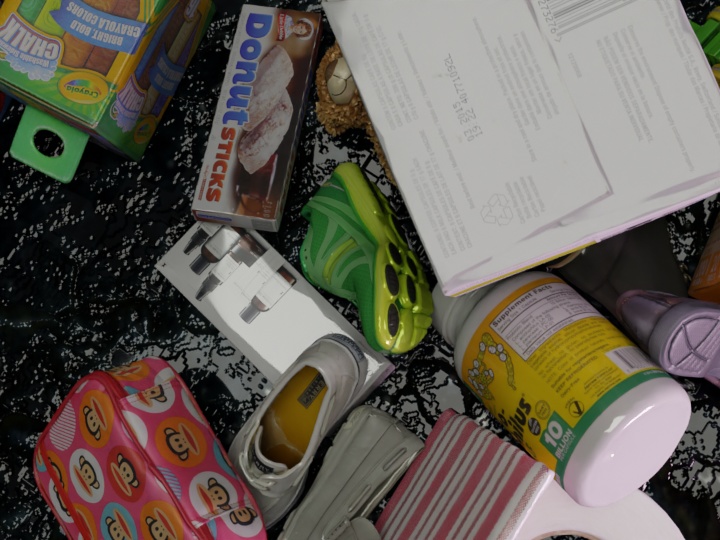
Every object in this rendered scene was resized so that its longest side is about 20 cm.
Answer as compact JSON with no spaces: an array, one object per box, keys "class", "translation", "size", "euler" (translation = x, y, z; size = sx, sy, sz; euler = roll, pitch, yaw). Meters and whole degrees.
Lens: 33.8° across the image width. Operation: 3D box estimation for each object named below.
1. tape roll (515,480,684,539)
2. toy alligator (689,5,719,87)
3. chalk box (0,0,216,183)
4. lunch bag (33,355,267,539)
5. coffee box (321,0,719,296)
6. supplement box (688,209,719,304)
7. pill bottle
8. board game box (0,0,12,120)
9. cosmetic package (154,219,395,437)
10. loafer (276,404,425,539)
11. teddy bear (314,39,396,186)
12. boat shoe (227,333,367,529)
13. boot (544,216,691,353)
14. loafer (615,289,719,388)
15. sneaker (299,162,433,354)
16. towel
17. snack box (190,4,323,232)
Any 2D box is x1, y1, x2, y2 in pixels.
[{"class":"tape roll","translation":[0.157,0.251,0.918],"size":[0.201,0.071,0.204],"euler":[-1,82,6]},{"class":"toy alligator","translation":[0.276,-0.177,0.959],"size":[0.059,0.054,0.200],"euler":[-45,45,-5]},{"class":"chalk box","translation":[-0.227,-0.175,0.989],"size":[0.124,0.124,0.201],"euler":[26,85,9]},{"class":"lunch bag","translation":[-0.174,0.187,0.932],"size":[0.201,0.082,0.176],"euler":[55,129,17]},{"class":"coffee box","translation":[0.114,-0.108,0.797],"size":[0.199,0.198,0.201],"euler":[-22,86,6]},{"class":"supplement box","translation":[0.334,-0.065,0.914],"size":[0.073,0.126,0.201],"euler":[23,84,3]},{"class":"pill bottle","translation":[0.141,0.072,0.896],"size":[0.113,0.113,0.200],"euler":[-42,53,-1]},{"class":"board game box","translation":[-0.314,-0.226,0.967],"size":[0.056,0.200,0.197],"euler":[26,86,7]},{"class":"cosmetic package","translation":[-0.071,0.039,0.981],"size":[0.200,0.051,0.083],"euler":[43,89,10]},{"class":"loafer","translation":[-0.017,0.198,0.915],"size":[0.069,0.070,0.201],"euler":[26,68,12]},{"class":"teddy bear","translation":[0.043,-0.134,0.954],"size":[0.200,0.067,0.145],"euler":[40,126,18]},{"class":"boat shoe","translation":[-0.066,0.137,0.920],"size":[0.071,0.070,0.200],"euler":[41,117,11]},{"class":"boot","translation":[0.235,-0.045,0.964],"size":[0.138,0.077,0.200],"euler":[43,71,-14]},{"class":"loafer","translation":[0.266,0.050,0.894],"size":[0.063,0.199,0.072],"euler":[40,106,44]},{"class":"sneaker","translation":[0.000,0.000,0.943],"size":[0.083,0.074,0.201],"euler":[-37,40,17]},{"class":"towel","translation":[0.067,0.186,0.878],"size":[0.030,0.200,0.147],"euler":[32,86,-16]},{"class":"snack box","translation":[-0.084,-0.130,0.994],"size":[0.071,0.024,0.201],"euler":[8,67,7]}]
